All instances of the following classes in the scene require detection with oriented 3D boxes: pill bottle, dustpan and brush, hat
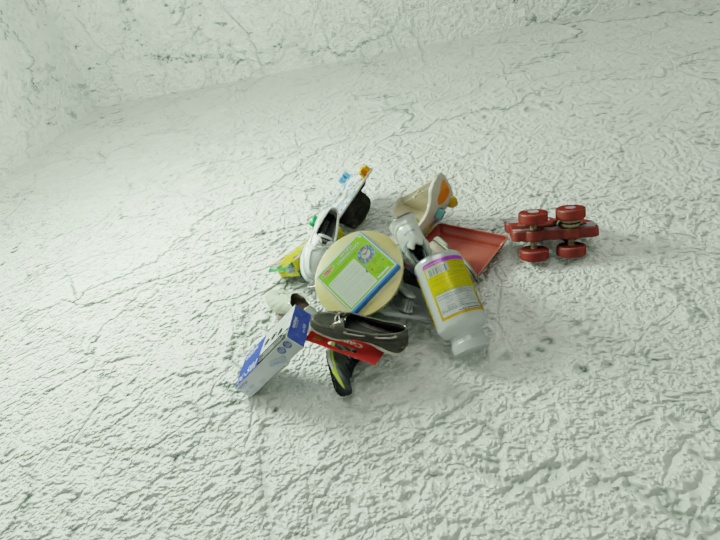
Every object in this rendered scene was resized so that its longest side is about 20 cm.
[{"bbox_3d":[0.186,0.067,1.130,0.103,0.104,0.201,-18,70,-4],"label":"pill bottle"},{"bbox_3d":[0.091,0.046,1.235,0.138,0.058,0.200,9,13,-14],"label":"dustpan and brush"},{"bbox_3d":[-0.024,-0.173,1.607,0.201,0.081,0.201,-45,20,21],"label":"hat"}]

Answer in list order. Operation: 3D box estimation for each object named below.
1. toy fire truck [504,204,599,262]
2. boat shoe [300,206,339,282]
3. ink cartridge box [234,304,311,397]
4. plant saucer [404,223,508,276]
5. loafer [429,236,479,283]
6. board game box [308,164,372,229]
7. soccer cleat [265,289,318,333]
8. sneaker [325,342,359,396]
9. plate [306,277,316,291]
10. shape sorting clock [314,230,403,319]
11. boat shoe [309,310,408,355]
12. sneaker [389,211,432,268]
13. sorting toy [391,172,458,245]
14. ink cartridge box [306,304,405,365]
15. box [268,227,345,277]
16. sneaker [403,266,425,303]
[{"bbox_3d":[0.446,-0.101,1.331,0.198,0.113,0.168,-5,18,11],"label":"toy fire truck"},{"bbox_3d":[-0.099,-0.069,1.402,0.073,0.065,0.202,17,66,-16],"label":"boat shoe"},{"bbox_3d":[-0.178,0.166,1.146,0.200,0.044,0.094,-45,21,31],"label":"ink cartridge box"},{"bbox_3d":[0.228,-0.034,1.371,0.198,0.037,0.200,15,45,36],"label":"plant saucer"},{"bbox_3d":[0.198,-0.011,1.272,0.063,0.072,0.200,-35,30,0],"label":"loafer"},{"bbox_3d":[-0.061,-0.203,1.584,0.201,0.026,0.200,-56,19,-9],"label":"board game box"},{"bbox_3d":[-0.161,0.076,1.332,0.069,0.078,0.199,-35,39,-26],"label":"soccer cleat"},{"bbox_3d":[-0.027,0.172,1.158,0.080,0.074,0.201,-10,37,2],"label":"sneaker"},{"bbox_3d":[0.000,0.000,1.308,0.198,0.033,0.200,-10,16,21],"label":"plate"},{"bbox_3d":[-0.004,0.007,1.184,0.198,0.039,0.202,-8,65,17],"label":"shape sorting clock"},{"bbox_3d":[-0.001,0.107,1.097,0.198,0.057,0.067,15,37,7],"label":"boat shoe"},{"bbox_3d":[0.116,-0.039,1.196,0.074,0.200,0.088,-29,59,7],"label":"sneaker"},{"bbox_3d":[0.147,-0.131,1.472,0.181,0.107,0.200,-55,14,-25],"label":"sorting toy"},{"bbox_3d":[-0.006,0.110,1.167,0.160,0.051,0.200,17,20,15],"label":"ink cartridge box"},{"bbox_3d":[-0.141,-0.041,1.481,0.199,0.049,0.117,-36,17,-29],"label":"box"},{"bbox_3d":[0.156,0.037,1.294,0.081,0.071,0.199,-3,19,-36],"label":"sneaker"}]
